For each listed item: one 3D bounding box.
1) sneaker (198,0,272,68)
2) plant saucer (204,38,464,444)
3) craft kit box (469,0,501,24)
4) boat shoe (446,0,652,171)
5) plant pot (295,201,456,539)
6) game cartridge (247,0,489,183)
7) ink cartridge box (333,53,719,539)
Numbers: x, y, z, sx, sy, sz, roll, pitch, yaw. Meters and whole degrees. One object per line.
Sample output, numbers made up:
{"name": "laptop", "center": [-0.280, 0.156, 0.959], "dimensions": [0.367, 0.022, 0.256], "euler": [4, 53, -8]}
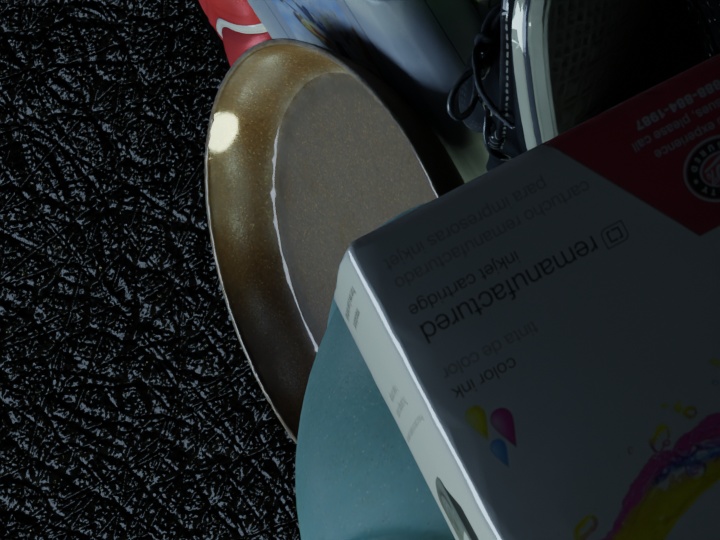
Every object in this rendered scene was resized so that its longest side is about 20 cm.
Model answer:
{"name": "sneaker", "center": [-0.046, -0.136, 1.290], "dimensions": [0.113, 0.071, 0.200], "euler": [58, -174, -13]}
{"name": "plant saucer", "center": [0.000, 0.000, 1.085], "dimensions": [0.200, 0.032, 0.201], "euler": [34, 133, 46]}
{"name": "craft kit box", "center": [0.019, -0.184, 1.053], "dimensions": [0.200, 0.048, 0.198], "euler": [73, 172, -67]}
{"name": "boat shoe", "center": [0.065, -0.068, 0.932], "dimensions": [0.062, 0.075, 0.200], "euler": [27, 169, 16]}
{"name": "plant pot", "center": [0.060, 0.091, 0.905], "dimensions": [0.135, 0.199, 0.201], "euler": [-64, -36, -38]}
{"name": "game cartridge", "center": [0.000, -0.102, 1.095], "dimensions": [0.133, 0.042, 0.200], "euler": [51, 172, -30]}
{"name": "ink cartridge box", "center": [0.100, 0.054, 0.789], "dimensions": [0.201, 0.147, 0.086], "euler": [62, 172, 9]}
